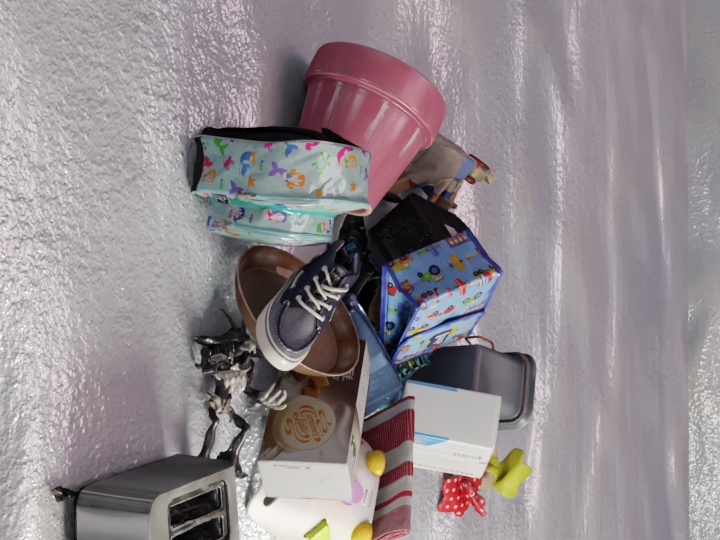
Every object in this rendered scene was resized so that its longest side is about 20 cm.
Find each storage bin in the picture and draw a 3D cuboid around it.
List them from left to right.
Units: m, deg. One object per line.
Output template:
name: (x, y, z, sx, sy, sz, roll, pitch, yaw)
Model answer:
storage bin: (0.118, -0.025, 1.771, 0.200, 0.094, 0.136, 21, 32, -58)
storage bin: (0.160, 0.168, 1.809, 0.134, 0.199, 0.147, 28, 63, -45)

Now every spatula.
spatula: (0.016, -0.110, 1.704, 0.200, 0.056, 0.021, -7, 125, -61)

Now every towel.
towel: (-0.020, 0.126, 1.585, 0.201, 0.111, 0.049, 62, 1, -41)
towel: (0.023, 0.285, 1.581, 0.023, 0.144, 0.201, 26, 51, -30)

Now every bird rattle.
bird rattle: (0.194, 0.338, 1.979, 0.199, 0.112, 0.164, -6, 82, -47)

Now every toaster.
toaster: (-0.216, 0.303, 1.219, 0.200, 0.118, 0.182, -8, 95, -59)

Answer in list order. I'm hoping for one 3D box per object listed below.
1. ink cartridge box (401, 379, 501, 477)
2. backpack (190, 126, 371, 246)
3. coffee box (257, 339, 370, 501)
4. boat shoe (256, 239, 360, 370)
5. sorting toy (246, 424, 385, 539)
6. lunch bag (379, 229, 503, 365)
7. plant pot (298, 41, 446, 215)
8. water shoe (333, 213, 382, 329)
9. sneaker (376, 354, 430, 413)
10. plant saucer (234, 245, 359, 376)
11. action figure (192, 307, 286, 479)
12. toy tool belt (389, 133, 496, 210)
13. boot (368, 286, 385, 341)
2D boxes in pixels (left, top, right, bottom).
ink cartridge box: (0.127, 0.242, 1.712, 0.200, 0.143, 0.085, 90, 11, -67)
backpack: (-0.089, -0.105, 1.377, 0.177, 0.199, 0.152, 3, 86, -60)
coffee box: (-0.054, 0.186, 1.449, 0.201, 0.113, 0.080, -79, 167, -44)
boat shoe: (-0.058, 0.033, 1.357, 0.075, 0.093, 0.200, 41, 29, -14)
sorting toy: (-0.071, 0.286, 1.516, 0.179, 0.106, 0.201, 26, 65, -35)
lunch bag: (0.104, 0.058, 1.651, 0.150, 0.094, 0.201, -22, 147, -23)
plant pot: (-0.006, -0.183, 1.552, 0.200, 0.199, 0.180, 42, 69, -51)
water shoe: (0.000, 0.000, 1.642, 0.071, 0.078, 0.202, 23, 69, -58)
sneaker: (0.065, 0.133, 1.745, 0.078, 0.079, 0.201, 63, 40, -37)
plant saucer: (-0.085, 0.057, 1.429, 0.200, 0.034, 0.201, 35, 30, -23)
action figure: (-0.147, 0.146, 1.363, 0.118, 0.102, 0.202, 20, 73, -46)
toy tool belt: (0.122, -0.152, 1.851, 0.123, 0.125, 0.200, -54, 146, 11)
boot: (0.054, 0.044, 1.746, 0.200, 0.073, 0.076, -30, 107, -53)
